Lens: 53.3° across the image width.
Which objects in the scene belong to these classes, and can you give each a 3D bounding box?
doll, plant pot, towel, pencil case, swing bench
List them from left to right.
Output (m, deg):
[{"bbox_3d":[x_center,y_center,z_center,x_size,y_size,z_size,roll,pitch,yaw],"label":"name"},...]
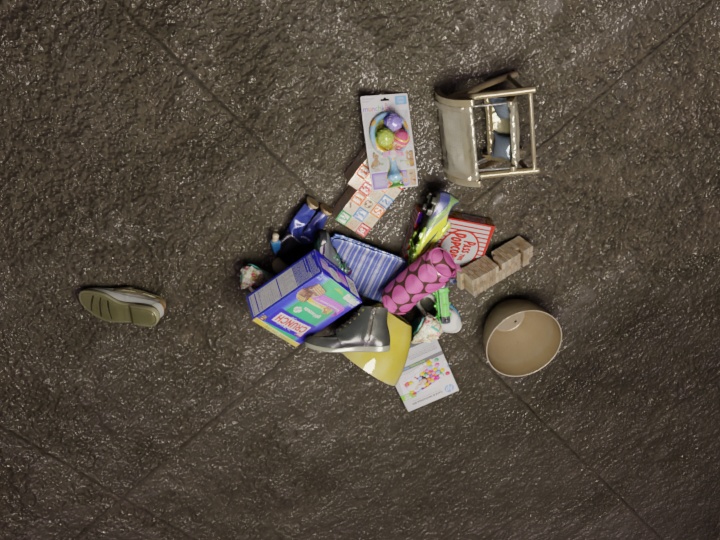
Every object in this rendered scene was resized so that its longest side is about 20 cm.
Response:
[{"bbox_3d":[-0.142,-0.070,1.672,0.136,0.049,0.201,24,113,-32],"label":"doll"},{"bbox_3d":[0.000,0.000,1.726,0.198,0.024,0.146,19,125,-9],"label":"towel"},{"bbox_3d":[0.047,0.167,1.772,0.199,0.200,0.143,33,95,-25],"label":"plant pot"},{"bbox_3d":[0.138,0.030,1.664,0.093,0.092,0.200,4,151,-38],"label":"pencil case"},{"bbox_3d":[0.274,-0.304,1.570,0.198,0.130,0.201,-14,121,-2],"label":"swing bench"},{"bbox_3d":[0.398,0.151,1.849,0.198,0.135,0.202,-5,121,-8],"label":"plant pot"}]

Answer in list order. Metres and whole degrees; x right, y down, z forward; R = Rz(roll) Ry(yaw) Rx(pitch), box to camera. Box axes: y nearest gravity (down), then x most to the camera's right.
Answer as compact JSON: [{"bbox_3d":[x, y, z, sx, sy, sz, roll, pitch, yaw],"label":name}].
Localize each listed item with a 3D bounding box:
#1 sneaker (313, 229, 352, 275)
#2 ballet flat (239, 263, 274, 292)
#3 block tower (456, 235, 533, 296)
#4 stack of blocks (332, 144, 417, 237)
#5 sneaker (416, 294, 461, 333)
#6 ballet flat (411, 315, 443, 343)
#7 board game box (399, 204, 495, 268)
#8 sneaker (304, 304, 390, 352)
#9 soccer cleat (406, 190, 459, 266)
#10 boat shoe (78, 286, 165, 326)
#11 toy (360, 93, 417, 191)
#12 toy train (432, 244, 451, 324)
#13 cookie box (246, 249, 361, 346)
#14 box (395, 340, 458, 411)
[{"bbox_3d":[-0.063,-0.024,1.665,0.087,0.075,0.201,-5,141,-8],"label":"sneaker"},{"bbox_3d":[-0.201,0.050,1.702,0.199,0.075,0.065,26,71,-23],"label":"ballet flat"},{"bbox_3d":[0.328,-0.010,1.749,0.199,0.058,0.054,-28,135,-18],"label":"block tower"},{"bbox_3d":[0.019,-0.190,1.628,0.115,0.059,0.200,30,110,-24],"label":"stack of blocks"},{"bbox_3d":[0.191,0.108,1.815,0.075,0.087,0.200,-43,119,13],"label":"sneaker"},{"bbox_3d":[0.160,0.154,1.775,0.063,0.200,0.076,26,84,-1],"label":"ballet flat"},{"bbox_3d":[0.207,-0.067,1.740,0.198,0.046,0.153,8,118,-15],"label":"board game box"},{"bbox_3d":[-0.030,0.133,1.657,0.198,0.075,0.108,0,90,0],"label":"sneaker"},{"bbox_3d":[0.167,-0.088,1.656,0.083,0.065,0.202,11,117,-19],"label":"soccer cleat"},{"bbox_3d":[-0.550,0.077,1.669,0.198,0.069,0.075,15,123,5],"label":"boat shoe"},{"bbox_3d":[0.070,-0.276,1.537,0.114,0.047,0.202,-10,99,-24],"label":"toy"},{"bbox_3d":[0.193,0.039,1.716,0.041,0.056,0.202,-10,107,-4],"label":"toy train"},{"bbox_3d":[-0.127,0.067,1.626,0.199,0.076,0.171,-34,141,15],"label":"cookie box"},{"bbox_3d":[0.160,0.272,1.929,0.155,0.041,0.201,-23,122,3],"label":"box"}]
